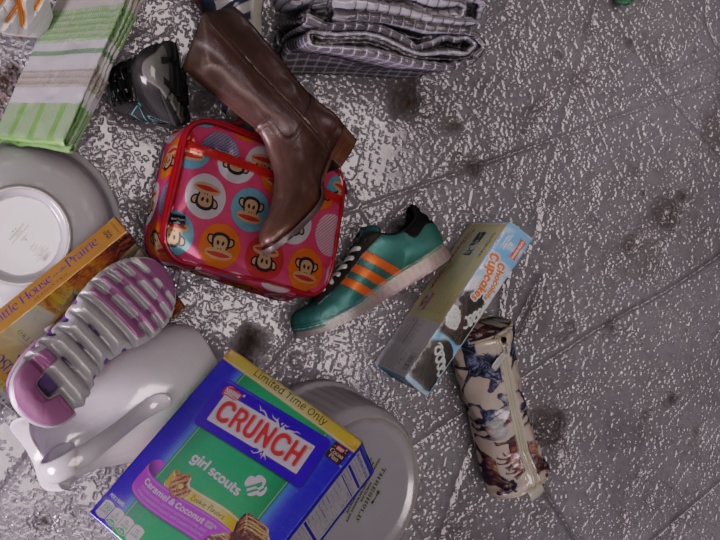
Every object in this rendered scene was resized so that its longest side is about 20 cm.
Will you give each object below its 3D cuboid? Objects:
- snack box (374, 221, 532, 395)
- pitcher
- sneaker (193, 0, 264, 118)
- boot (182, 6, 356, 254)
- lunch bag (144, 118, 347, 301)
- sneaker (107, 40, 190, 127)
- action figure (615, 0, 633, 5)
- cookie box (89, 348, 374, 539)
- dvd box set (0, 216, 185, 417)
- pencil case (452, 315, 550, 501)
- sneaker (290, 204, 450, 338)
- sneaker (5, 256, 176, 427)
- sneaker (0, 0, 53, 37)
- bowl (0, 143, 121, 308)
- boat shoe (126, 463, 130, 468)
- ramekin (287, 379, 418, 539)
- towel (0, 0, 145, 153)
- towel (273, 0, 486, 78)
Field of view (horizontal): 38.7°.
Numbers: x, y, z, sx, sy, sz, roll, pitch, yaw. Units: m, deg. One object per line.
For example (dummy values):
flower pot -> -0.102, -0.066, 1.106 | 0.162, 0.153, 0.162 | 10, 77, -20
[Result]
snack box -> 0.099, 0.036, 1.120 | 0.037, 0.116, 0.201 | 36, 83, -14
pitcher -> -0.226, 0.137, 0.990 | 0.199, 0.171, 0.122 | -30, 103, -21
sneaker -> -0.143, -0.262, 1.067 | 0.083, 0.075, 0.203 | 8, 84, -11
boot -> -0.110, -0.140, 0.985 | 0.200, 0.064, 0.187 | 46, 47, -22
lunch bag -> -0.114, -0.071, 1.061 | 0.198, 0.082, 0.178 | 16, 77, -29
sneaker -> -0.207, -0.170, 0.987 | 0.078, 0.200, 0.076 | -3, 89, -7
action figure -> 0.351, -0.401, 1.205 | 0.117, 0.055, 0.202 | 26, 90, -18
cookie box -> -0.115, 0.202, 0.942 | 0.170, 0.075, 0.200 | 30, 67, 25
dvd box set -> -0.283, 0.056, 1.015 | 0.200, 0.029, 0.147 | -40, 145, -11
pencil case -> 0.157, 0.155, 1.156 | 0.077, 0.089, 0.202 | -17, 98, -14
sneaker -> 0.000, 0.000, 1.119 | 0.199, 0.071, 0.081 | -31, 95, -17
sneaker -> -0.259, 0.064, 0.963 | 0.081, 0.088, 0.200 | 51, 56, -15
sneaker -> -0.388, -0.298, 0.994 | 0.199, 0.077, 0.079 | 36, 83, -17
bowl -> -0.334, -0.034, 1.012 | 0.198, 0.090, 0.204 | -1, 93, -14
boat shoe -> -0.167, 0.254, 1.082 | 0.199, 0.072, 0.065 | 34, 83, -20
ramekin -> -0.026, 0.220, 1.068 | 0.201, 0.094, 0.205 | -4, 97, -40
towel -> -0.273, -0.208, 0.990 | 0.031, 0.148, 0.202 | 31, 76, -43
towel -> 0.011, -0.244, 1.060 | 0.197, 0.166, 0.087 | 1, 98, -15
